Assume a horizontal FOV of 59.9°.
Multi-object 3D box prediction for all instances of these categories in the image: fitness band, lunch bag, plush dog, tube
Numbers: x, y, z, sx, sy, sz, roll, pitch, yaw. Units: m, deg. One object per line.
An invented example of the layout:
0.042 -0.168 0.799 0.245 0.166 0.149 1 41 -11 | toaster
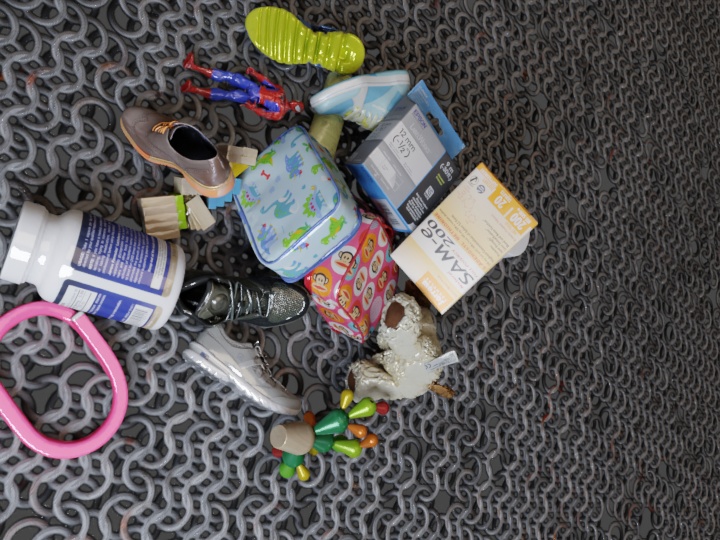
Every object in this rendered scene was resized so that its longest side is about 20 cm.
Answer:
-0.379 0.136 0.779 0.143 0.037 0.203 -38 105 -32 | fitness band
-0.097 -0.096 0.895 0.160 0.202 0.082 -38 142 11 | lunch bag
0.079 0.118 1.009 0.157 0.203 0.173 23 29 -11 | plush dog
-0.060 -0.231 1.041 0.057 0.052 0.205 16 77 -4 | tube
0.000 0.000 0.980 0.178 0.080 0.201 -60 153 -20 | lunch bag

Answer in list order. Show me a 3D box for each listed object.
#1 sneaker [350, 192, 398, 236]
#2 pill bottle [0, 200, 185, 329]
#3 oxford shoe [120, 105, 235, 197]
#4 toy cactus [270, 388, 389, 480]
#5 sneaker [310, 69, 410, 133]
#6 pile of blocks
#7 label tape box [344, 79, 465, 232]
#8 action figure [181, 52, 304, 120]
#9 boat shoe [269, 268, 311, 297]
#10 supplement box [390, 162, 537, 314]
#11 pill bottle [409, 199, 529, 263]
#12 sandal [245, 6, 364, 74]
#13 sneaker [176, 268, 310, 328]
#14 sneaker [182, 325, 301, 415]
-0.012 -0.099 1.043 0.198 0.079 0.097 21 36 -48 | sneaker
-0.330 -0.006 0.781 0.197 0.115 0.119 22 73 -32 | pill bottle
-0.248 -0.179 0.833 0.197 0.073 0.072 31 64 16 | oxford shoe
-0.066 0.234 0.905 0.164 0.198 0.104 24 42 -53 | toy cactus
0.016 -0.247 1.019 0.197 0.079 0.134 -21 100 -31 | sneaker
-0.232 -0.111 0.896 0.199 0.062 0.083 -37 117 -20 | pile of blocks
0.089 -0.184 0.997 0.201 0.066 0.144 -48 118 -13 | label tape box
-0.174 -0.276 0.966 0.196 0.051 0.067 8 76 -37 | action figure
-0.107 -0.035 0.977 0.061 0.070 0.206 57 31 -66 | boat shoe
0.160 -0.049 0.968 0.126 0.073 0.200 46 104 6 | supplement box
0.190 -0.062 1.098 0.112 0.198 0.117 6 81 -39 | pill bottle
-0.093 -0.374 1.021 0.195 0.087 0.081 15 112 -17 | sandal
-0.161 0.045 0.853 0.194 0.114 0.078 11 97 -14 | sneaker
-0.157 0.144 0.910 0.199 0.074 0.083 40 66 -24 | sneaker
